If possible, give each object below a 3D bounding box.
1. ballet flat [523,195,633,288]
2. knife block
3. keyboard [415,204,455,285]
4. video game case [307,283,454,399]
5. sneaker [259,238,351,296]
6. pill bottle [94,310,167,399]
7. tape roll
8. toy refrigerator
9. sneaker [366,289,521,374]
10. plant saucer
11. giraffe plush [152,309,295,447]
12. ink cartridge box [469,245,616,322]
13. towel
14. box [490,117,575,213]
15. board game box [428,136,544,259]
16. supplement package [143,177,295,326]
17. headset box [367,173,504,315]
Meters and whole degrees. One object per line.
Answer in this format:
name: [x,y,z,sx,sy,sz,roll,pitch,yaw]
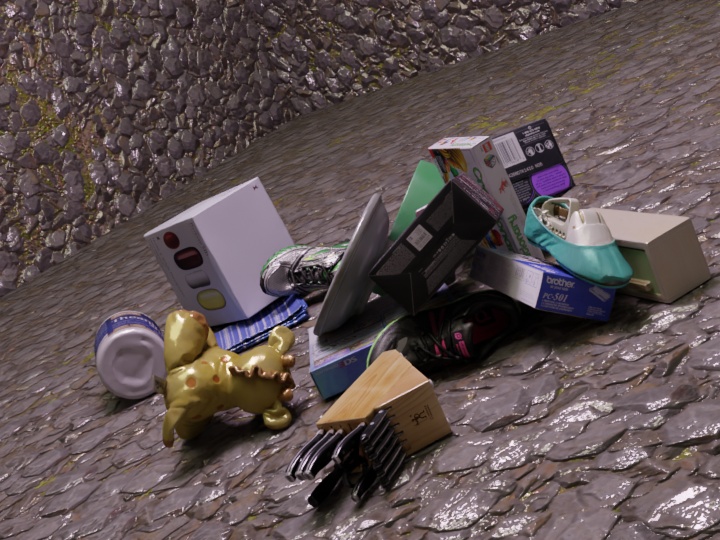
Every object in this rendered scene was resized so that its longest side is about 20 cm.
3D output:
ballet flat: [0.239,-0.042,1.289,0.067,0.071,0.200,-7,20,-17]
knife block: [-0.004,0.167,1.192,0.175,0.064,0.200,-26,15,-8]
keyboard: [0.102,-0.030,1.538,0.056,0.200,0.011,-33,58,-17]
video game case: [0.031,0.080,1.476,0.199,0.046,0.181,-24,13,3]
sneaker: [-0.064,-0.004,1.823,0.199,0.078,0.085,-16,17,-9]
pill bottle: [-0.365,0.126,1.817,0.111,0.111,0.200,-27,15,-9]
tape roll: [0.071,-0.055,1.626,0.048,0.201,0.201,21,23,3]
toy refrigerator: [0.307,-0.020,1.328,0.070,0.076,0.200,-29,16,-16]
sneaker: [0.096,0.078,1.323,0.199,0.077,0.084,-28,11,-9]
plant saucer: [0.000,0.000,1.485,0.200,0.050,0.201,24,-90,-88]
giraffe plush: [-0.158,0.133,1.427,0.161,0.173,0.200,-2,5,2]
ink cartridge box: [0.208,0.013,1.340,0.094,0.044,0.200,11,7,-18]
towel: [-0.178,0.091,1.817,0.199,0.024,0.145,-26,14,-4]
box: [0.203,-0.121,1.639,0.122,0.106,0.200,-20,-9,-16]
board game box: [0.169,-0.080,1.511,0.035,0.201,0.126,-31,15,-17]
supplement package: [-0.226,-0.024,1.923,0.147,0.192,0.200,-34,11,-33]
headset box: [0.096,-0.037,1.382,0.149,0.075,0.200,-49,-2,11]
